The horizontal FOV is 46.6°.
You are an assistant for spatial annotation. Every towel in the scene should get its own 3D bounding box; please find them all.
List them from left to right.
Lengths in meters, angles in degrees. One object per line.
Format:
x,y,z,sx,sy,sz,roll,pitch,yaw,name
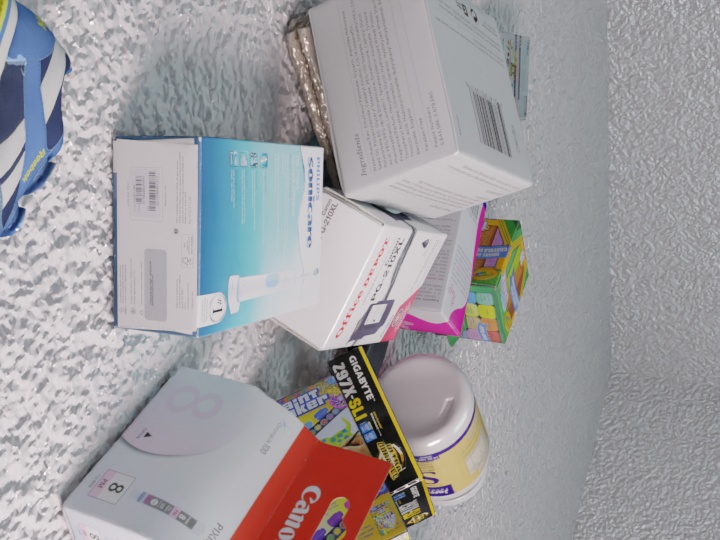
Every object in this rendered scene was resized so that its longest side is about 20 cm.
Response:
-0.016,-0.187,0.912,0.133,0.034,0.202,-46,126,-49,towel

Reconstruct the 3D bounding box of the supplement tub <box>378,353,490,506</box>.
0.102,0.227,1.160,0.201,0.143,0.147,66,38,-47,supplement tub

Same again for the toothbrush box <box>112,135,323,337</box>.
-0.110,-0.035,0.702,0.199,0.084,0.149,-14,107,-64,toothbrush box

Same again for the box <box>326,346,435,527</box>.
0.027,0.197,0.955,0.201,0.049,0.161,73,-7,-62,box

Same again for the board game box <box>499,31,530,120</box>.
0.241,-0.332,1.453,0.200,0.063,0.150,-25,117,-64,board game box

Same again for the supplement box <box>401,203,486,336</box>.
0.101,-0.023,1.157,0.101,0.102,0.203,48,51,-59,supplement box

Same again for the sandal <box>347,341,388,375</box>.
0.017,0.058,1.060,0.076,0.042,0.202,70,35,-58,sandal

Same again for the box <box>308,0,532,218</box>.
0.066,-0.173,0.855,0.198,0.129,0.203,6,70,-59,box

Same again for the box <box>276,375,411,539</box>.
-0.025,0.251,0.798,0.193,0.121,0.202,-121,-169,-49,box

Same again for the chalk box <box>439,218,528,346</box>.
0.177,0.028,1.312,0.126,0.122,0.201,71,33,-41,chalk box

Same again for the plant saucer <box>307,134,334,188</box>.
-0.014,-0.170,0.972,0.201,0.019,0.071,-61,147,-40,plant saucer

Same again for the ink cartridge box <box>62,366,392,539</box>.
-0.096,0.160,0.636,0.163,0.197,0.058,-54,144,-49,ink cartridge box

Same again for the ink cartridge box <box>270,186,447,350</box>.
0.000,0.000,0.903,0.146,0.084,0.199,-63,158,11,ink cartridge box

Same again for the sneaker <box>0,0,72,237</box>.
-0.214,-0.061,0.482,0.082,0.073,0.203,37,63,-65,sneaker
